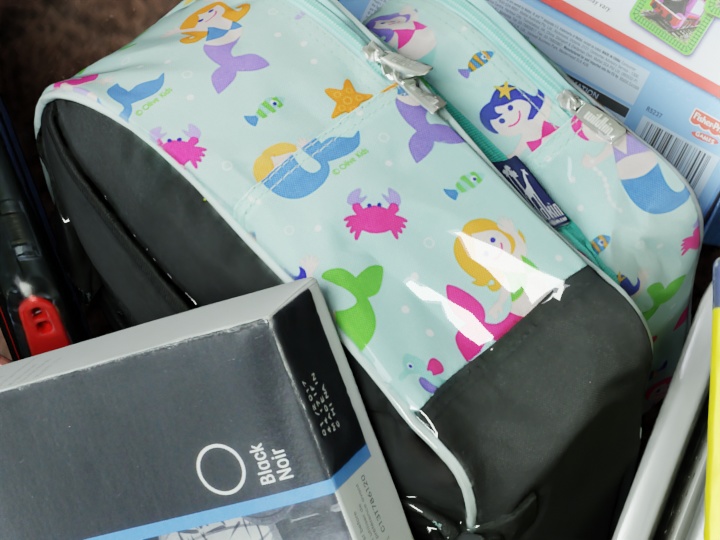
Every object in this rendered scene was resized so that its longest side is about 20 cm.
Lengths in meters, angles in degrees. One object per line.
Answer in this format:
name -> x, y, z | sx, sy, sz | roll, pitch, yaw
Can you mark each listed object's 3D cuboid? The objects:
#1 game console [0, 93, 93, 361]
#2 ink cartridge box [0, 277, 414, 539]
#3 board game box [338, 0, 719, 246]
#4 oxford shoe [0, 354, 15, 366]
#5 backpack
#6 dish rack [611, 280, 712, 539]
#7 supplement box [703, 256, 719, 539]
game console -> -0.118, -0.036, 0.926 | 0.031, 0.177, 0.200 | -20, 66, -9
ink cartridge box -> -0.086, 0.075, 0.789 | 0.199, 0.039, 0.100 | -17, 101, 26
board game box -> 0.096, -0.130, 0.911 | 0.151, 0.037, 0.200 | 31, 100, 24
oxford shoe -> -0.062, 0.092, 0.861 | 0.200, 0.075, 0.070 | 44, 101, -8
backpack -> 0.000, 0.000, 0.864 | 0.200, 0.178, 0.151 | 37, 68, 21
dish rack -> 0.154, 0.105, 0.831 | 0.171, 0.044, 0.201 | 19, 83, 13
supplement box -> 0.150, 0.103, 0.747 | 0.109, 0.109, 0.201 | 0, 79, 19
